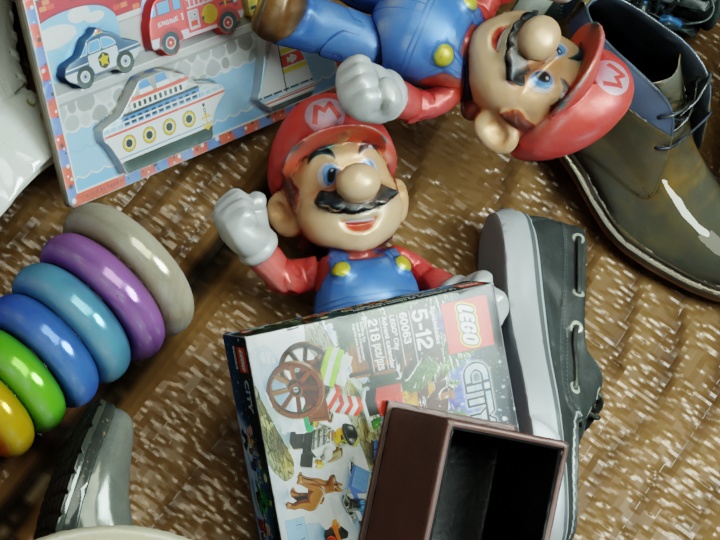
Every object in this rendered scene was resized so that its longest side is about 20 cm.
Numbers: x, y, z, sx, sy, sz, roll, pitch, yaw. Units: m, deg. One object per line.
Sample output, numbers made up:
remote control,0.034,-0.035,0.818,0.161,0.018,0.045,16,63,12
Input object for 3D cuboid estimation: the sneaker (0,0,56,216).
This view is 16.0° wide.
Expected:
sneaker,-0.200,-0.105,1.370,0.116,0.074,0.200,34,55,-18

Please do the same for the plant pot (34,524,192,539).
plant pot,-0.103,0.234,1.128,0.200,0.183,0.201,-2,101,-11

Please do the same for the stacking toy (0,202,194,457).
stacking toy,-0.178,0.058,1.292,0.085,0.085,0.200,43,66,5

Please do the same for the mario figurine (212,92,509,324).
mario figurine,0.000,0.000,1.347,0.123,0.106,0.200,3,70,-52

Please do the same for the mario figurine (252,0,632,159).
mario figurine,0.051,-0.130,1.345,0.200,0.106,0.124,22,102,-2

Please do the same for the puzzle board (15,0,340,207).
puzzle board,-0.092,-0.136,1.364,0.200,0.017,0.151,-26,112,-37

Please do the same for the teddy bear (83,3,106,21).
teddy bear,-0.153,-0.181,1.377,0.200,0.067,0.145,8,56,-48

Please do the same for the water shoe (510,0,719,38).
water shoe,0.175,-0.171,1.494,0.200,0.072,0.079,-32,77,-26

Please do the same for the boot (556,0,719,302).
boot,0.168,-0.067,1.428,0.200,0.097,0.075,41,53,4

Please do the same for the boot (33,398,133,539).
boot,-0.100,0.172,1.276,0.131,0.068,0.200,13,71,-15

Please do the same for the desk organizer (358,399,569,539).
desk organizer,0.038,0.169,1.244,0.072,0.077,0.200,13,87,-20

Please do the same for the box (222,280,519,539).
box,0.016,0.116,1.297,0.137,0.038,0.200,-12,96,-20

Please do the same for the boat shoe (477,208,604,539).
boat shoe,0.102,0.058,1.376,0.057,0.069,0.200,3,64,-15
